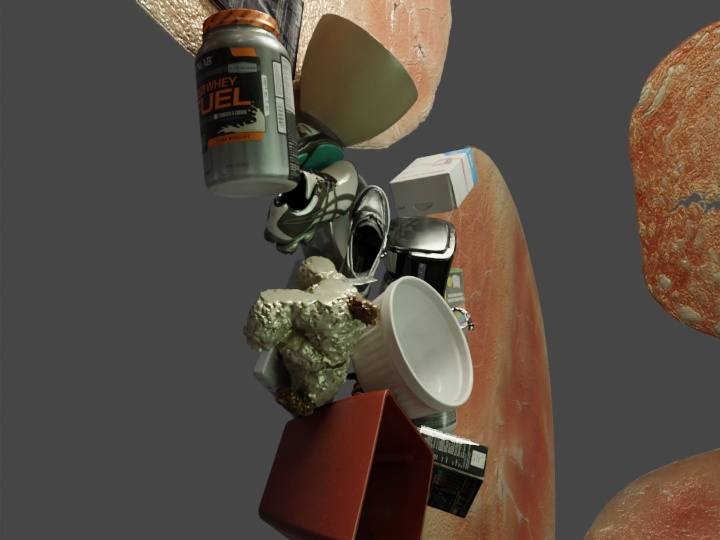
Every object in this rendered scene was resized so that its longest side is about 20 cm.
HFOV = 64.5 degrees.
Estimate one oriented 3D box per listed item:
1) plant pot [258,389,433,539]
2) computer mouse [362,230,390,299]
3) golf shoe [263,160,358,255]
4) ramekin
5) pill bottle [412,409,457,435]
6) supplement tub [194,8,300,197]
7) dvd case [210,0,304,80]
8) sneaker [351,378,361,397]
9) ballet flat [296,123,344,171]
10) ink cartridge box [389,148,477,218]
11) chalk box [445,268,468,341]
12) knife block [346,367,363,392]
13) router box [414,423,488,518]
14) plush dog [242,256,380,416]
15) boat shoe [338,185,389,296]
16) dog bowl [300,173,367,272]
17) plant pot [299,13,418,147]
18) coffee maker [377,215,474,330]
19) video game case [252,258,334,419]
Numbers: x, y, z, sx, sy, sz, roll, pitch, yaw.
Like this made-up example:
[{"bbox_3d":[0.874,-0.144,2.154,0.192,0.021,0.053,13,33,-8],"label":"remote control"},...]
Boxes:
[{"bbox_3d":[-0.023,0.302,0.785,0.202,0.171,0.204,57,38,-41],"label":"plant pot"},{"bbox_3d":[0.000,0.000,0.920,0.058,0.034,0.203,37,59,-19],"label":"computer mouse"},{"bbox_3d":[-0.061,-0.113,0.822,0.201,0.076,0.096,-52,160,-35],"label":"golf shoe"},{"bbox_3d":[0.072,0.124,0.860,0.198,0.104,0.204,34,40,-33],"label":"ramekin"},{"bbox_3d":[0.139,0.271,1.170,0.113,0.111,0.207,-7,91,-62],"label":"pill bottle"},{"bbox_3d":[-0.141,-0.201,0.708,0.122,0.119,0.207,-3,87,-62],"label":"supplement tub"},{"bbox_3d":[-0.149,-0.401,0.842,0.199,0.016,0.154,35,56,-57],"label":"dvd case"},{"bbox_3d":[0.016,0.205,0.999,0.078,0.077,0.201,58,32,-15],"label":"sneaker"},{"bbox_3d":[-0.092,-0.186,0.858,0.069,0.068,0.199,54,31,5],"label":"ballet flat"},{"bbox_3d":[0.167,-0.197,1.275,0.200,0.141,0.087,-49,127,-54],"label":"ink cartridge box"},{"bbox_3d":[0.149,0.059,1.220,0.123,0.121,0.207,1,83,-61],"label":"chalk box"},{"bbox_3d":[0.049,0.134,0.977,0.176,0.063,0.201,49,37,-12],"label":"knife block"},{"bbox_3d":[0.140,0.367,1.038,0.203,0.145,0.063,93,15,-49],"label":"router box"},{"bbox_3d":[-0.052,0.101,0.778,0.200,0.156,0.177,-44,146,-57],"label":"plush dog"},{"bbox_3d":[0.011,-0.059,0.885,0.068,0.070,0.204,122,-13,-58],"label":"boat shoe"},{"bbox_3d":[-0.030,-0.077,0.966,0.199,0.057,0.207,20,67,-61],"label":"dog bowl"},{"bbox_3d":[-0.023,-0.282,0.914,0.136,0.199,0.200,-54,144,-1],"label":"plant pot"},{"bbox_3d":[0.121,0.011,1.045,0.136,0.186,0.204,-112,-161,-46],"label":"coffee maker"},{"bbox_3d":[-0.079,0.120,0.875,0.184,0.021,0.204,58,37,-40],"label":"video game case"}]
